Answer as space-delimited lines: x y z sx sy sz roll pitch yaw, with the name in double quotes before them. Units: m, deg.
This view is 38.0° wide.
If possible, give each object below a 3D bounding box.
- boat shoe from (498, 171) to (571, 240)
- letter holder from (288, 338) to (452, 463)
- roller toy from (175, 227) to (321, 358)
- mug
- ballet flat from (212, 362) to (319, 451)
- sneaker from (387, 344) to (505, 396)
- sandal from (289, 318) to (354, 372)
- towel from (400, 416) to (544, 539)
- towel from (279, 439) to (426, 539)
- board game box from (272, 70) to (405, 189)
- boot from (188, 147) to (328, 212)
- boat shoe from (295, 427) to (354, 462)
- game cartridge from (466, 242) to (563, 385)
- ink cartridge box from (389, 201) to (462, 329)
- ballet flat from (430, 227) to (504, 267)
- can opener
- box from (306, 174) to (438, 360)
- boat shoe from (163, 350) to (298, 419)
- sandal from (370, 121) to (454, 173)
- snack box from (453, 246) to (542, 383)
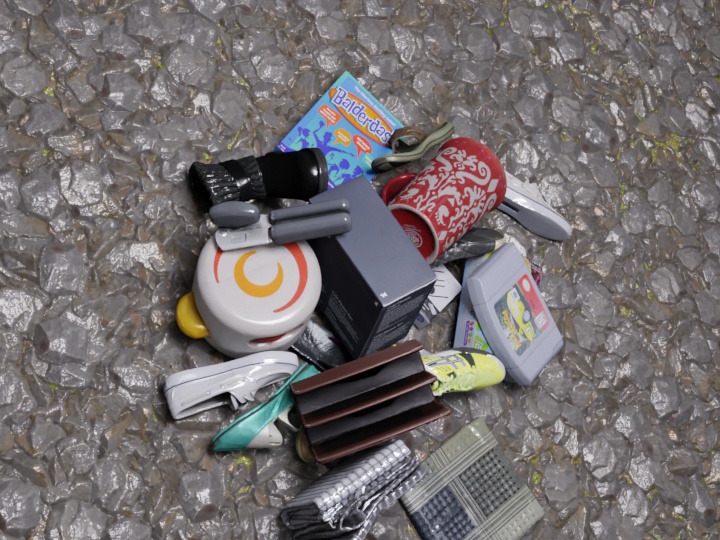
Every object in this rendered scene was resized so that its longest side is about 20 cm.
"boat shoe" 0.287 -0.126 1.816 0.198 0.071 0.070 29 67 -5
"letter holder" 0.013 0.181 1.456 0.197 0.142 0.102 -19 94 -7
"roller toy" -0.156 0.033 1.526 0.181 0.140 0.202 28 61 -1
"mug" 0.111 -0.094 1.622 0.134 0.177 0.200 55 47 -9
"ballet flat" -0.123 0.214 1.519 0.199 0.068 0.070 -38 79 -30
"sneaker" 0.128 0.164 1.592 0.197 0.076 0.077 1 30 -12
"sandal" -0.028 0.135 1.600 0.199 0.048 0.076 30 64 -13
"towel" 0.170 0.359 1.630 0.199 0.035 0.194 -32 85 -26
"towel" -0.009 0.318 1.464 0.165 0.200 0.086 -32 88 -27
"board game box" -0.031 -0.208 1.713 0.152 0.045 0.201 41 61 -6
"boot" -0.153 -0.133 1.554 0.156 0.210 0.081 -11 99 -30
"boat shoe" -0.005 0.226 1.559 0.198 0.062 0.074 -28 108 -23
"game cartridge" 0.246 0.074 1.669 0.133 0.041 0.202 -39 106 -36
"ink cartridge box" 0.066 -0.014 1.692 0.200 0.044 0.094 49 60 -2
"ballet flat" 0.136 -0.028 1.661 0.197 0.067 0.058 -13 116 -12
"can opener" -0.110 -0.067 1.449 0.197 0.067 0.053 -6 55 1
"box" 0.000 0.000 1.554 0.103 0.183 0.201 -26 70 -26
"boat shoe" -0.181 0.169 1.502 0.197 0.074 0.066 -13 65 -10
"sandal" 0.078 -0.209 1.703 0.200 0.079 0.058 -36 104 -46
"snack box" 0.227 0.065 1.713 0.141 0.053 0.203 27 63 -33
